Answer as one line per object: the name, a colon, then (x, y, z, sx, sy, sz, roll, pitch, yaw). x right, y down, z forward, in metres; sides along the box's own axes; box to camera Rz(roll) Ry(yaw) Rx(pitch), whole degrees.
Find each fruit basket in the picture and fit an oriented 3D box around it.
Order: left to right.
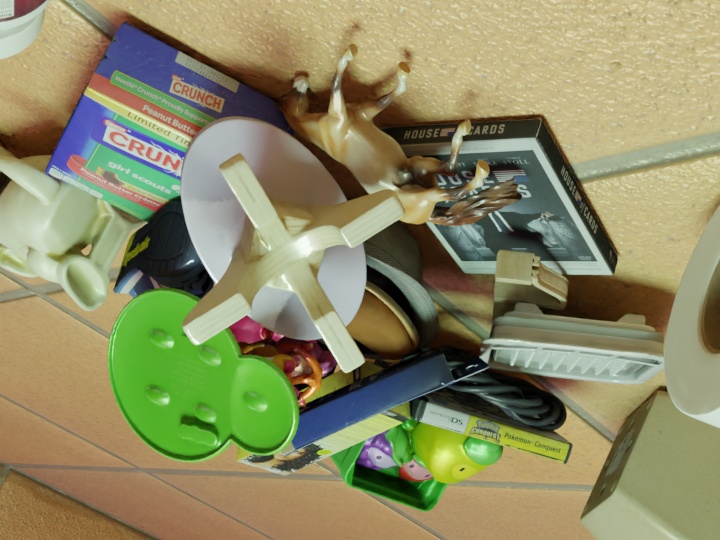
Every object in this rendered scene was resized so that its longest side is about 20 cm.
fruit basket: (0.079, 0.222, 1.335, 0.215, 0.156, 0.216, 29, 179, 0)

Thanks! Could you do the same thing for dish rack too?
dish rack: (0.201, 0.071, 1.033, 0.171, 0.044, 0.200, 5, 167, 6)

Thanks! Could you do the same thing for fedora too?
fedora: (0.000, 0.000, 1.034, 0.176, 0.090, 0.200, 5, 144, 26)

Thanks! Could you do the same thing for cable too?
cable: (0.131, 0.128, 1.160, 0.163, 0.051, 0.200, 27, -177, 35)

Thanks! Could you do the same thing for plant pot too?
plant pot: (0.359, 0.246, 1.179, 0.177, 0.200, 0.200, 28, 156, 8)

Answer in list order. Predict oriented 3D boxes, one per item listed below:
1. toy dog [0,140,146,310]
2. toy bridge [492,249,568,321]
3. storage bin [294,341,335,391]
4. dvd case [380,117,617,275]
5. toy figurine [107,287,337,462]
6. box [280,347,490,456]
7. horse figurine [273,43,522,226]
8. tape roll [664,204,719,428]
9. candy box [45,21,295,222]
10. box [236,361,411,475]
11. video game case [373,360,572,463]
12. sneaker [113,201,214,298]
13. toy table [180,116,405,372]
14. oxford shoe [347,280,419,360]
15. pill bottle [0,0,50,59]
toy dog: (-0.351, -0.063, 1.097, 0.199, 0.140, 0.194, 18, 172, 27)
toy bridge: (0.157, 0.020, 0.993, 0.067, 0.027, 0.200, 6, 167, 8)
storage bin: (-0.104, 0.076, 1.208, 0.093, 0.136, 0.200, 8, 153, 23)
dvd case: (0.118, -0.057, 0.917, 0.150, 0.025, 0.200, 1, 150, 33)
toy figurine: (-0.089, 0.078, 0.963, 0.199, 0.151, 0.184, 14, -163, 29)
box: (0.020, 0.112, 1.000, 0.199, 0.033, 0.121, -22, 178, 1)
horse figurine: (0.026, -0.093, 0.837, 0.200, 0.050, 0.133, 40, 143, -5)
tape roll: (0.320, 0.031, 0.741, 0.139, 0.203, 0.203, 22, 155, -4)
candy box: (-0.171, -0.110, 0.951, 0.169, 0.077, 0.200, 26, 154, -17)
box: (-0.043, 0.161, 1.152, 0.075, 0.050, 0.200, 25, 138, -37)
video game case: (0.119, 0.154, 1.214, 0.180, 0.026, 0.200, 18, -176, -15)
sneaker: (-0.163, -0.009, 0.991, 0.082, 0.074, 0.200, 24, 163, -22)
toy table: (-0.061, -0.018, 0.834, 0.200, 0.184, 0.117, 47, -178, -20)
oxford shoe: (-0.034, 0.033, 0.953, 0.200, 0.071, 0.071, 34, 145, -21)
pill bottle: (-0.257, -0.233, 0.729, 0.109, 0.110, 0.200, 23, 155, -9)
